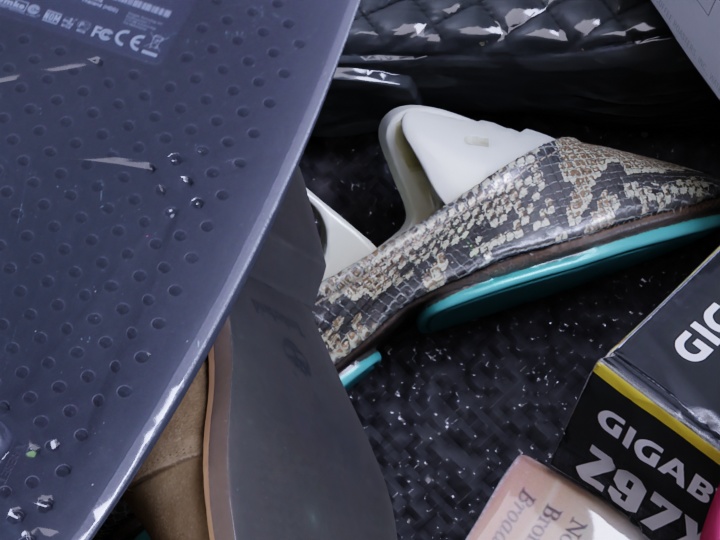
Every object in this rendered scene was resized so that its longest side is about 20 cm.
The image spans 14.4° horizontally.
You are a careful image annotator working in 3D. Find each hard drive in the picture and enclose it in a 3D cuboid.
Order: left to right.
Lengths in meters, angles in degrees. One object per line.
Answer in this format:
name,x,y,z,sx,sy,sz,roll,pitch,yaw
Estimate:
hard drive,-0.085,-0.022,0.667,0.135,0.042,0.200,18,58,10

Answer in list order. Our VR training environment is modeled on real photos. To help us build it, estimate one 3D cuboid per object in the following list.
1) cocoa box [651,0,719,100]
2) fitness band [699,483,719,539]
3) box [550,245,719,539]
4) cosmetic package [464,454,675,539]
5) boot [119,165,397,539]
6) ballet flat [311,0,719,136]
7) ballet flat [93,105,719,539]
cocoa box,0.183,-0.117,0.731,0.200,0.131,0.133,-17,60,-28
fitness band,0.164,0.061,0.643,0.200,0.037,0.144,-32,68,-33
box,0.170,0.030,0.725,0.160,0.049,0.200,38,51,15
cosmetic package,0.099,0.144,0.714,0.200,0.087,0.103,28,73,9
boot,-0.043,0.043,0.707,0.075,0.074,0.200,-26,56,19
ballet flat,0.060,-0.071,0.797,0.200,0.066,0.057,0,67,0
ballet flat,0.000,0.000,0.772,0.200,0.068,0.075,-29,85,-5
